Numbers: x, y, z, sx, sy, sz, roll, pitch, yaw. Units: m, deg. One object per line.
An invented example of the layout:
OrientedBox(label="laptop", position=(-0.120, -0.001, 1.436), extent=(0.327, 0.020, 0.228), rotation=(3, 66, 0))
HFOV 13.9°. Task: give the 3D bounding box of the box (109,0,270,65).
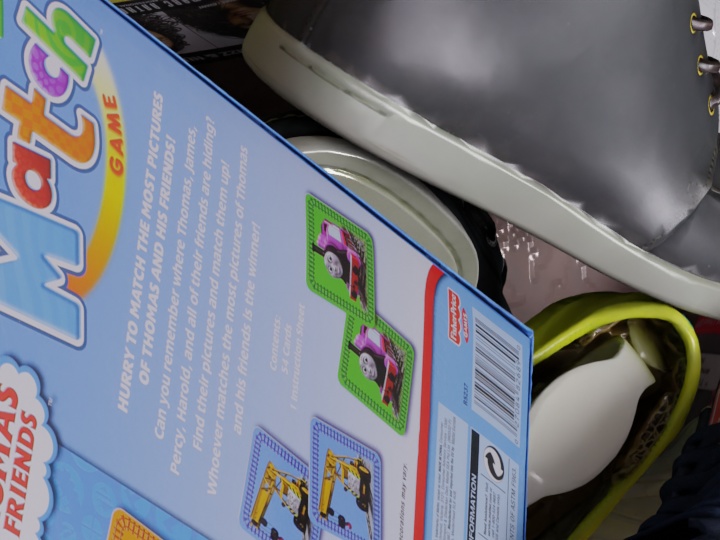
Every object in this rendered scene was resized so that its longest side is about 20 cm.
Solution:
OrientedBox(label="box", position=(-0.074, -0.102, 0.705), extent=(0.200, 0.075, 0.050), rotation=(32, 55, -62))

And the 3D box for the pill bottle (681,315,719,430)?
OrientedBox(label="pill bottle", position=(0.119, 0.110, 0.920), extent=(0.111, 0.110, 0.201), rotation=(36, 76, -36))

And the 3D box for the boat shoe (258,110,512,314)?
OrientedBox(label="boat shoe", position=(0.002, -0.001, 0.809), extent=(0.074, 0.066, 0.199), rotation=(-29, 147, 13))

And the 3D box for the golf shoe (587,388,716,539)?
OrientedBox(label="golf shoe", position=(0.077, 0.090, 0.836), extent=(0.199, 0.075, 0.092), rotation=(-19, 76, 2))

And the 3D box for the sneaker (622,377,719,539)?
OrientedBox(label="sneaker", position=(0.099, 0.056, 0.737), extent=(0.200, 0.075, 0.085), rotation=(0, 72, -55))

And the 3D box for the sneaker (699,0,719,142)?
OrientedBox(label="sneaker", position=(0.070, -0.081, 0.832), extent=(0.080, 0.076, 0.201), rotation=(-31, 128, -24))

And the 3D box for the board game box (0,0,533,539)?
OrientedBox(label="board game box", position=(-0.036, 0.036, 0.611), extent=(0.200, 0.036, 0.152), rotation=(38, 44, -40))

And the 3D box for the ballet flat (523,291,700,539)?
OrientedBox(label="ballet flat", position=(0.014, 0.072, 0.754), extent=(0.200, 0.067, 0.067), rotation=(-41, 95, -20))

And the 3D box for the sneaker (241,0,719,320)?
OrientedBox(label="sneaker", position=(0.074, -0.059, 0.760), extent=(0.199, 0.075, 0.107), rotation=(21, 107, -41))
